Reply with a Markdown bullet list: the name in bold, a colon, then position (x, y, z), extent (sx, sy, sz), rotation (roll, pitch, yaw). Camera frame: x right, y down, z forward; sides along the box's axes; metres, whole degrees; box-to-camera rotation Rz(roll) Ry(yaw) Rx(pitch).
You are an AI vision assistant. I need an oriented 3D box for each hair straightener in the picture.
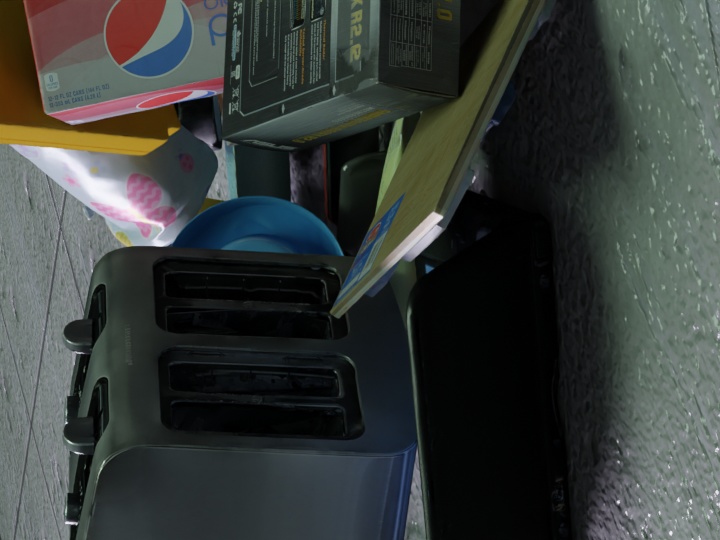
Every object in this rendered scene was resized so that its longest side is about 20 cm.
- **hair straightener**: position (0.000, 0.000, 1.423), extent (0.200, 0.041, 0.077), rotation (97, 156, -46)

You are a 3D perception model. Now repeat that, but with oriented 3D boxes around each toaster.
- **toaster**: position (-0.058, 0.087, 1.256), extent (0.181, 0.199, 0.119), rotation (-98, 14, -54)

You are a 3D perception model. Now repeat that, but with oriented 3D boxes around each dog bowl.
- **dog bowl**: position (-0.055, 0.059, 1.394), extent (0.050, 0.111, 0.201), rotation (28, -122, -82)

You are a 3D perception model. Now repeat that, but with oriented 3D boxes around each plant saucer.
- **plant saucer**: position (-0.068, -0.091, 1.553), extent (0.201, 0.039, 0.202), rotation (175, 90, -85)

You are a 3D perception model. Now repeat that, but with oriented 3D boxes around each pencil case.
- **pencil case**: position (-0.180, -0.095, 1.476), extent (0.091, 0.200, 0.083), rotation (-8, 51, 45)

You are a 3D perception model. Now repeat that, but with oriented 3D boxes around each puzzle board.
- **puzzle board**: position (0.043, -0.063, 1.152), extent (0.151, 0.017, 0.200), rotation (-66, 6, -19)

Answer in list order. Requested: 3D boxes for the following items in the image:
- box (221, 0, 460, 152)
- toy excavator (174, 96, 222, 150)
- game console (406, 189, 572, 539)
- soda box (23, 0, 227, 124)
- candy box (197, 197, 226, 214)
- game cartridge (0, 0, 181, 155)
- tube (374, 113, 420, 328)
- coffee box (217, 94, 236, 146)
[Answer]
- **box**: position (-0.010, -0.171, 1.199), extent (0.158, 0.048, 0.201), rotation (-14, 72, 57)
- **toy excavator**: position (-0.142, -0.124, 1.660), extent (0.200, 0.100, 0.195), rotation (80, -176, -64)
- **game console**: position (0.039, 0.073, 1.203), extent (0.176, 0.116, 0.201), rotation (24, 123, 59)
- **soda box**: position (-0.078, -0.134, 1.314), extent (0.063, 0.199, 0.070), rotation (17, -118, -83)
- **candy box**: position (-0.108, 0.058, 1.479), extent (0.200, 0.026, 0.102), rotation (-77, -7, -45)
- **game cartridge**: position (-0.194, -0.164, 1.397), extent (0.032, 0.176, 0.201), rotation (-26, 73, 33)
- **tube**: position (0.026, 0.000, 1.328), extent (0.058, 0.052, 0.201), rotation (30, 130, 46)
- **coffee box**: position (-0.051, -0.184, 1.410), extent (0.114, 0.079, 0.201), rotation (162, 97, -73)
